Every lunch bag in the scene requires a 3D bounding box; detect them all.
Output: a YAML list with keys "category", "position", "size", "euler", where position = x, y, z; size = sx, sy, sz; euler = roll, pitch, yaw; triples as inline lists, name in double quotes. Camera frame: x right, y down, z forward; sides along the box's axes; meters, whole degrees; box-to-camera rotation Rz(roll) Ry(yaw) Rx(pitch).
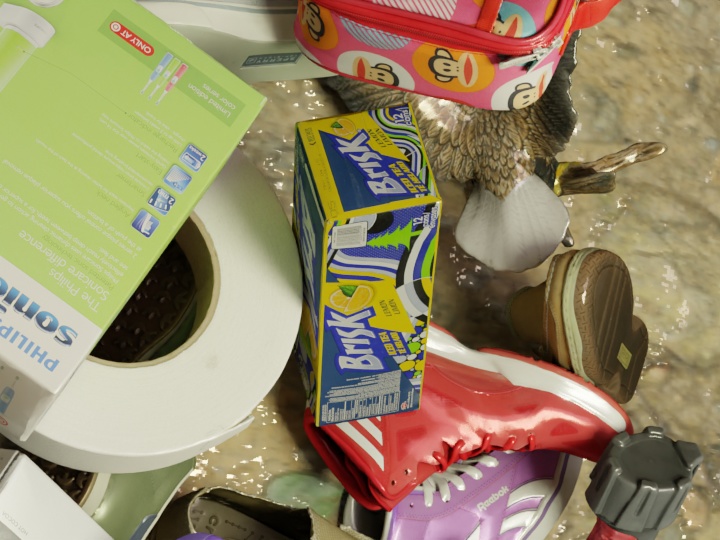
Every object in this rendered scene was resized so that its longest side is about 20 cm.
- category: "lunch bag"
  position: [0.068, -0.183, 1.432]
  size: [0.082, 0.176, 0.200]
  euler: [93, 14, -57]

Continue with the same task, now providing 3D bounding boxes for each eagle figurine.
- category: "eagle figurine"
  position: [0.071, -0.113, 1.551]
  size: [0.152, 0.151, 0.200]
  euler: [-43, 129, -21]

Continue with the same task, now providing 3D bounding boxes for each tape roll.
- category: "tape roll"
  position: [-0.128, 0.006, 1.369]
  size: [0.202, 0.037, 0.204]
  euler: [7, 69, -18]

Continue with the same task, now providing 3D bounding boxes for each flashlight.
- category: "flashlight"
  position: [0.137, 0.176, 1.572]
  size: [0.068, 0.200, 0.068]
  euler: [25, 44, 5]

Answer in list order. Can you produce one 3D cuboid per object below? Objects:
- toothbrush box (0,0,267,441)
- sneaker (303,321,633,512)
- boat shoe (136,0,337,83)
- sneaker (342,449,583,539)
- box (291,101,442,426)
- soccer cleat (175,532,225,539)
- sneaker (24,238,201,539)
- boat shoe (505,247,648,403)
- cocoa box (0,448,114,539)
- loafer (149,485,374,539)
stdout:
- category: "toothbrush box"
  position: [-0.164, -0.042, 1.305]
  size: [0.145, 0.086, 0.200]
  euler: [35, 62, -3]
- category: "sneaker"
  position: [0.056, 0.103, 1.533]
  size: [0.199, 0.078, 0.116]
  euler: [21, 69, -6]
- category: "boat shoe"
  position: [-0.076, -0.148, 1.460]
  size: [0.200, 0.070, 0.072]
  euler: [-3, 66, -33]
- category: "sneaker"
  position: [0.059, 0.128, 1.576]
  size: [0.114, 0.073, 0.201]
  euler: [45, 63, -29]
- category: "box"
  position: [0.000, 0.000, 1.403]
  size: [0.064, 0.200, 0.070]
  euler: [-10, 57, -11]
- category: "soccer cleat"
  position: [-0.136, 0.179, 1.229]
  size: [0.200, 0.068, 0.073]
  euler: [-42, 113, -29]
- category: "sneaker"
  position: [-0.120, 0.073, 1.427]
  size: [0.090, 0.067, 0.201]
  euler: [57, 48, -47]
- category: "boat shoe"
  position: [0.122, 0.033, 1.580]
  size: [0.200, 0.076, 0.072]
  euler: [62, 47, -66]
- category: "cocoa box"
  position: [-0.179, 0.197, 1.322]
  size: [0.200, 0.133, 0.131]
  euler: [48, 61, -31]
- category: "loafer"
  position: [-0.023, 0.174, 1.434]
  size: [0.199, 0.067, 0.076]
  euler: [18, 66, 3]
